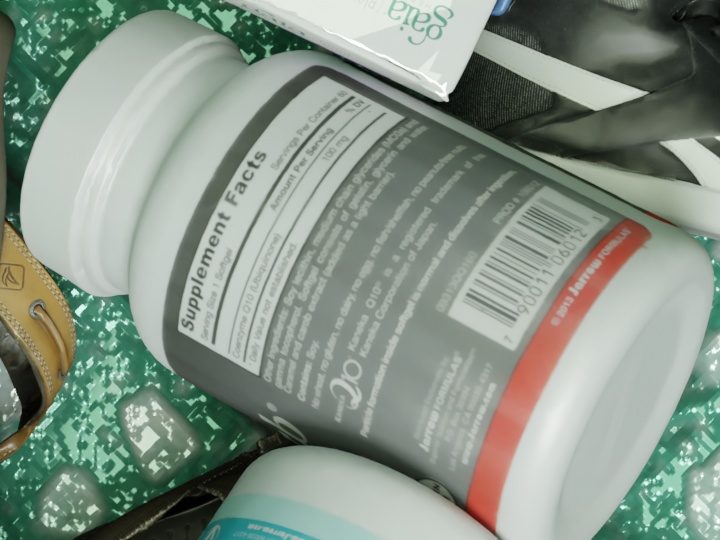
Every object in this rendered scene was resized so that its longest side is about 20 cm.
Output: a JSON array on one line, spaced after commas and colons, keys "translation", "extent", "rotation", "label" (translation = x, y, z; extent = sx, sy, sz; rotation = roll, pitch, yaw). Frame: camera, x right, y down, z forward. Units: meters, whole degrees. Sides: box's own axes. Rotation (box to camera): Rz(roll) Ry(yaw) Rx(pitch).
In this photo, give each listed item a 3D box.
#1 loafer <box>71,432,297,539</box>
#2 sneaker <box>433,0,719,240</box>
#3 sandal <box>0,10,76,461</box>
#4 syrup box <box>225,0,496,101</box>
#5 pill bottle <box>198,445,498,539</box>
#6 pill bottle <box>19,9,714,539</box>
[{"translation": [-0.021, 0.091, 0.840], "extent": [0.200, 0.071, 0.073], "rotation": [-28, 88, 3], "label": "loafer"}, {"translation": [0.127, -0.065, 0.831], "extent": [0.199, 0.073, 0.112], "rotation": [12, 92, 5], "label": "sneaker"}, {"translation": [-0.124, 0.009, 0.855], "extent": [0.054, 0.082, 0.201], "rotation": [5, 83, -18], "label": "sandal"}, {"translation": [0.033, -0.158, 0.768], "extent": [0.079, 0.081, 0.200], "rotation": [25, 96, -5], "label": "syrup box"}, {"translation": [-0.034, 0.158, 0.723], "extent": [0.111, 0.111, 0.200], "rotation": [32, 65, 3], "label": "pill bottle"}, {"translation": [0.000, 0.000, 0.788], "extent": [0.200, 0.116, 0.116], "rotation": [28, 91, 21], "label": "pill bottle"}]
